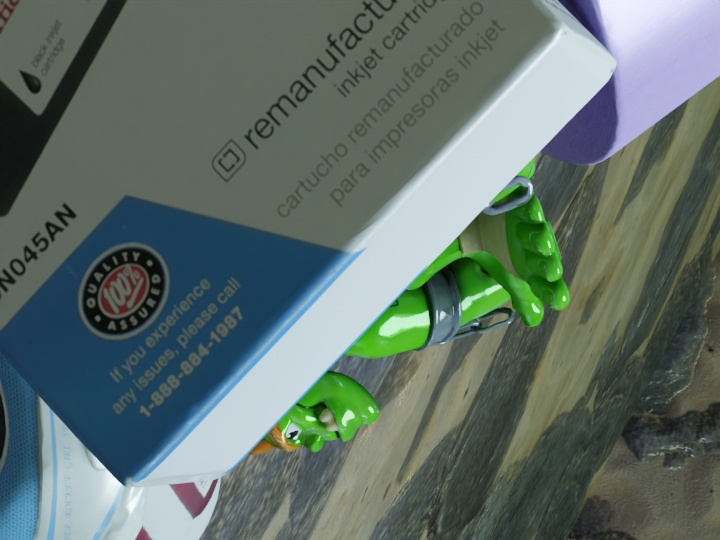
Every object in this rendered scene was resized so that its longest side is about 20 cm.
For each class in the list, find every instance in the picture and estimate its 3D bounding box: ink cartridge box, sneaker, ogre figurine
[{"bbox_3d":[-0.062,-0.070,0.643,0.145,0.200,0.084,-46,169,8],"label":"ink cartridge box"},{"bbox_3d":[-0.083,-0.019,0.715,0.072,0.072,0.201,-170,-94,-66],"label":"sneaker"},{"bbox_3d":[0.000,0.000,0.904,0.200,0.119,0.099,-118,-171,-82],"label":"ogre figurine"}]

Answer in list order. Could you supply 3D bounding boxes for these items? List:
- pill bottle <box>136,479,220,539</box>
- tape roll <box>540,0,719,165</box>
[{"bbox_3d":[-0.108,0.046,0.938,0.115,0.114,0.200,-63,168,-15],"label":"pill bottle"},{"bbox_3d":[0.030,-0.128,0.719,0.066,0.200,0.200,-36,160,-11],"label":"tape roll"}]
